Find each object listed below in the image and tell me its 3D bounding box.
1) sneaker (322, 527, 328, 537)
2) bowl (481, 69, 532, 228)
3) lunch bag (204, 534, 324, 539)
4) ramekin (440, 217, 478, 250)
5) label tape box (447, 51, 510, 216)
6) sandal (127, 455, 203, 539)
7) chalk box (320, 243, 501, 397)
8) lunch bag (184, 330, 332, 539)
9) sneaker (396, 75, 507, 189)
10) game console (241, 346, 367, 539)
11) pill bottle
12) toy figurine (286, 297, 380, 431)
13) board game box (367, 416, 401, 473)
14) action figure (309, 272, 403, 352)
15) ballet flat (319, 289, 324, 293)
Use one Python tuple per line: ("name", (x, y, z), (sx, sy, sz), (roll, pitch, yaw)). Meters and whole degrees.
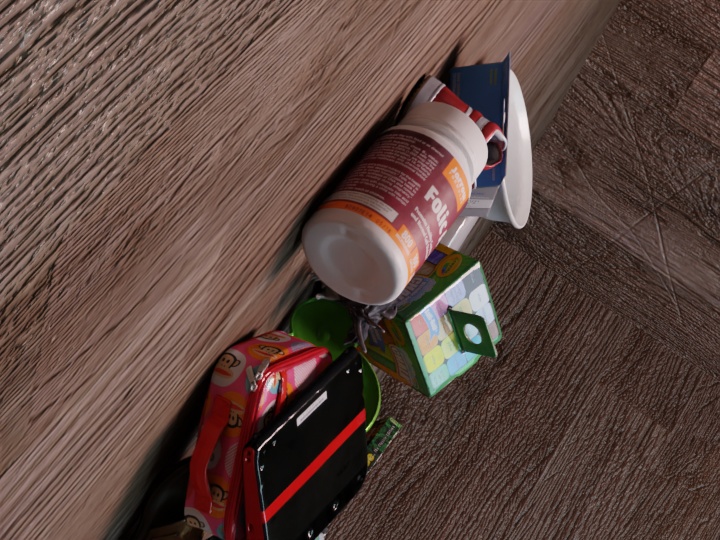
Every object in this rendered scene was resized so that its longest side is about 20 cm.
("sneaker", (-0.101, 0.294, 1.769), (0.090, 0.067, 0.200), (-11, 173, -23))
("bowl", (0.155, -0.151, 1.929), (0.201, 0.090, 0.202), (-4, 90, -73))
("lunch bag", (-0.131, 0.322, 1.644), (0.160, 0.083, 0.200), (-23, 178, -33))
("ramekin", (0.091, -0.060, 2.062), (0.203, 0.094, 0.202), (-55, 174, -9))
("label tape box", (0.127, -0.152, 1.725), (0.200, 0.063, 0.145), (92, 0, -79))
("sandal", (-0.202, 0.277, 1.577), (0.200, 0.055, 0.082), (-53, 142, 9))
("chalk box", (0.072, 0.051, 1.741), (0.124, 0.200, 0.125), (-37, 129, -23))
("lunch bag", (-0.109, 0.167, 1.520), (0.176, 0.082, 0.201), (-17, 123, -60))
("sneaker", (0.089, -0.119, 1.638), (0.071, 0.112, 0.200), (-53, 173, -25))
("game console", (-0.055, 0.194, 1.527), (0.200, 0.031, 0.178), (-42, 137, -46))
("pill bottle", (0.039, -0.070, 1.494), (0.200, 0.114, 0.114), (-52, 173, -35))
("toy figurine", (-0.066, 0.160, 1.741), (0.184, 0.149, 0.201), (110, -9, -52))
("board game box", (-0.025, 0.230, 1.808), (0.105, 0.023, 0.200), (-55, -170, -24))
("action figure", (0.000, 0.000, 1.643), (0.119, 0.102, 0.200), (-58, -170, 35))
("ballet flat", (-0.004, 0.012, 1.834), (0.200, 0.062, 0.067), (-55, 177, -9))
